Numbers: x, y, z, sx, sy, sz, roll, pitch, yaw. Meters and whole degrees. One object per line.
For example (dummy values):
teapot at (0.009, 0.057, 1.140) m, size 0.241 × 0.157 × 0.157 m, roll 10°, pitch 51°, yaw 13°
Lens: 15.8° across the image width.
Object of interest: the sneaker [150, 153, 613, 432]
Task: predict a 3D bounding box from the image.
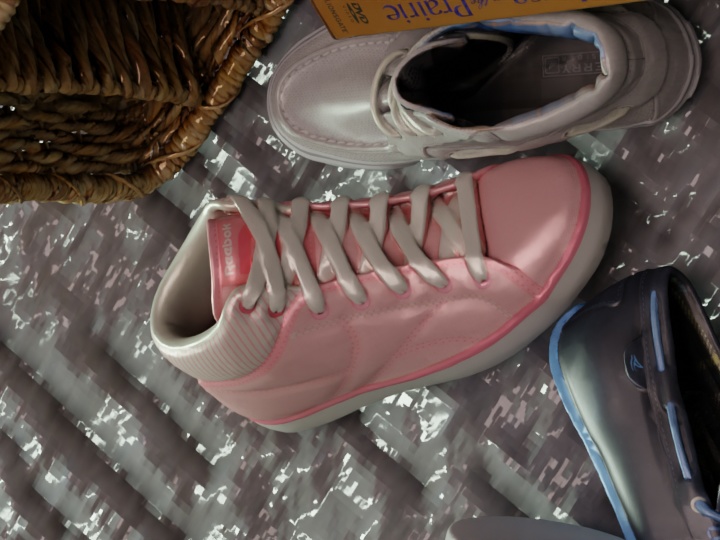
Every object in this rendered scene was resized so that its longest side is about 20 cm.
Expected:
sneaker at (0.000, 0.000, 1.055) m, size 0.200 × 0.105 × 0.076 m, roll -27°, pitch 50°, yaw 30°

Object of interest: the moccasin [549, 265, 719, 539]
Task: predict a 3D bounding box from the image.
moccasin at (0.141, 0.090, 0.999) m, size 0.068 × 0.080 × 0.200 m, roll -40°, pitch 74°, yaw 33°

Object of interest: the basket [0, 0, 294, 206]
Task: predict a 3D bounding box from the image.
basket at (-0.105, -0.116, 1.063) m, size 0.142 × 0.200 × 0.150 m, roll -20°, pitch 80°, yaw 28°

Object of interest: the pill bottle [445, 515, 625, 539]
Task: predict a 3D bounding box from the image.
pill bottle at (0.061, 0.205, 1.035) m, size 0.112 × 0.113 × 0.201 m, roll 12°, pitch 99°, yaw 29°

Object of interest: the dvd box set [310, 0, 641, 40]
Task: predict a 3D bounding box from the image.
dvd box set at (0.088, -0.160, 0.998) m, size 0.199 × 0.029 × 0.147 m, roll -3°, pitch 51°, yaw 30°

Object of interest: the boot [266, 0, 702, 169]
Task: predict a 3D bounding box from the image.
boot at (0.031, -0.080, 1.045) m, size 0.199 × 0.095 × 0.074 m, roll -7°, pitch 89°, yaw 30°
